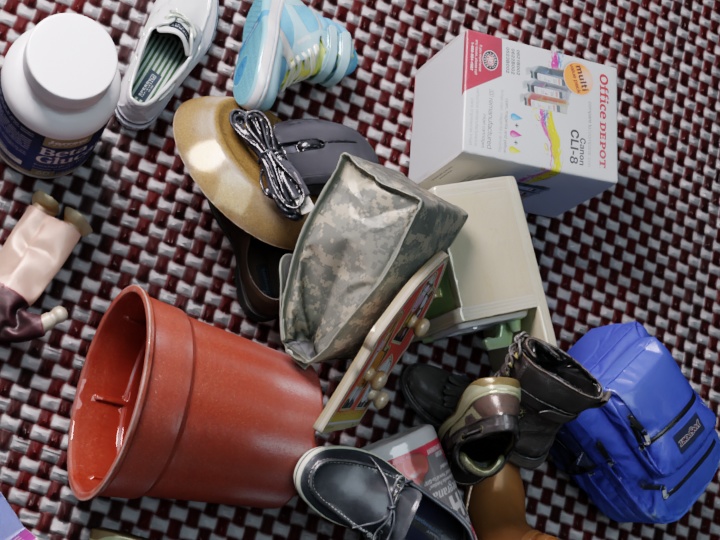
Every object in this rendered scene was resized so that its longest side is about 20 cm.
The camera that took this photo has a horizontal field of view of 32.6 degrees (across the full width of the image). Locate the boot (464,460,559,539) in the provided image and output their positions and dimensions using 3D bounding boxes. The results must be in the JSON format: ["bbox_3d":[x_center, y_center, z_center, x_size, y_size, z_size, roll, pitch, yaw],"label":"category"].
[{"bbox_3d":[0.172,0.283,1.285,0.073,0.155,0.202,7,75,-20],"label":"boot"}]

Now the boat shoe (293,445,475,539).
[{"bbox_3d":[0.028,0.224,1.158,0.199,0.062,0.075,32,80,-19],"label":"boat shoe"}]

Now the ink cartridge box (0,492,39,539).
[{"bbox_3d":[-0.351,0.339,1.116,0.196,0.043,0.201,-36,94,-25],"label":"ink cartridge box"}]

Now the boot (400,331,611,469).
[{"bbox_3d":[0.149,0.116,1.288,0.199,0.175,0.070,26,53,5],"label":"boot"}]

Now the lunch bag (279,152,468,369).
[{"bbox_3d":[0.000,0.000,1.220,0.117,0.164,0.201,31,100,19],"label":"lunch bag"}]

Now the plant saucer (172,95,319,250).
[{"bbox_3d":[-0.102,-0.112,1.270,0.199,0.035,0.201,35,31,-24],"label":"plant saucer"}]

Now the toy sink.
[{"bbox_3d":[0.115,0.016,1.341,0.111,0.130,0.202,-10,82,-24],"label":"toy sink"}]

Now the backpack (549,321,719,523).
[{"bbox_3d":[0.303,0.182,1.361,0.162,0.168,0.201,-38,100,-21],"label":"backpack"}]

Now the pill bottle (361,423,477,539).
[{"bbox_3d":[0.060,0.270,1.266,0.110,0.111,0.202,-19,85,-25],"label":"pill bottle"}]

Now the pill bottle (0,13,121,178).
[{"bbox_3d":[-0.290,-0.167,1.175,0.110,0.200,0.112,5,75,-21],"label":"pill bottle"}]

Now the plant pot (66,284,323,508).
[{"bbox_3d":[-0.153,0.137,1.175,0.194,0.200,0.203,18,71,-26],"label":"plant pot"}]

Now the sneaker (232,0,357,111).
[{"bbox_3d":[-0.062,-0.223,1.322,0.130,0.080,0.201,25,42,-19],"label":"sneaker"}]

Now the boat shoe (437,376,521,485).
[{"bbox_3d":[0.119,0.179,1.254,0.072,0.201,0.065,3,56,-3],"label":"boat shoe"}]

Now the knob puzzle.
[{"bbox_3d":[0.037,0.073,1.196,0.030,0.220,0.220,32,65,12],"label":"knob puzzle"}]

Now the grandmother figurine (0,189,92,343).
[{"bbox_3d":[-0.339,0.024,1.192,0.120,0.061,0.201,27,69,15],"label":"grandmother figurine"}]

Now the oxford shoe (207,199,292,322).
[{"bbox_3d":[-0.108,-0.053,1.289,0.072,0.084,0.202,-16,82,-22],"label":"oxford shoe"}]

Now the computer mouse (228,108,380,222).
[{"bbox_3d":[-0.035,-0.115,1.274,0.199,0.053,0.139,0,53,-55],"label":"computer mouse"}]

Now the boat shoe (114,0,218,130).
[{"bbox_3d":[-0.196,-0.240,1.306,0.073,0.067,0.202,25,69,-16],"label":"boat shoe"}]

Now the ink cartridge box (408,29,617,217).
[{"bbox_3d":[0.174,-0.162,1.400,0.198,0.144,0.147,9,74,-21],"label":"ink cartridge box"}]

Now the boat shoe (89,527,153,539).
[{"bbox_3d":[-0.172,0.303,1.188,0.198,0.073,0.063,19,77,-6],"label":"boat shoe"}]
